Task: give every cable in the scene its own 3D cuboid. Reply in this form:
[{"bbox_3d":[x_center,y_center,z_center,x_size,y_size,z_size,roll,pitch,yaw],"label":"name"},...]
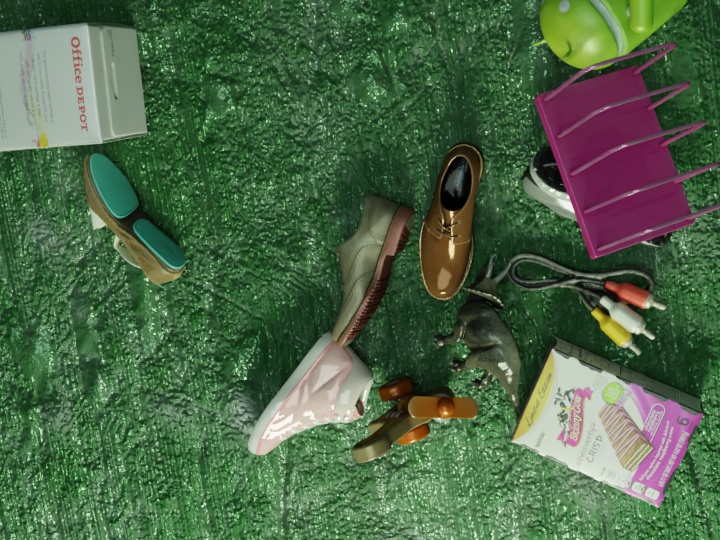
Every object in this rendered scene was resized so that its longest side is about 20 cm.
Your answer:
[{"bbox_3d":[0.279,0.018,1.420,0.199,0.050,0.098,27,108,7],"label":"cable"}]

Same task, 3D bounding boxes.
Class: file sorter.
[{"bbox_3d":[0.312,-0.137,1.304,0.138,0.125,0.201,-18,86,-16],"label":"file sorter"}]

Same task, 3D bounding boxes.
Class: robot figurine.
[{"bbox_3d":[0.288,-0.309,1.308,0.200,0.175,0.116,-39,117,-4],"label":"robot figurine"}]

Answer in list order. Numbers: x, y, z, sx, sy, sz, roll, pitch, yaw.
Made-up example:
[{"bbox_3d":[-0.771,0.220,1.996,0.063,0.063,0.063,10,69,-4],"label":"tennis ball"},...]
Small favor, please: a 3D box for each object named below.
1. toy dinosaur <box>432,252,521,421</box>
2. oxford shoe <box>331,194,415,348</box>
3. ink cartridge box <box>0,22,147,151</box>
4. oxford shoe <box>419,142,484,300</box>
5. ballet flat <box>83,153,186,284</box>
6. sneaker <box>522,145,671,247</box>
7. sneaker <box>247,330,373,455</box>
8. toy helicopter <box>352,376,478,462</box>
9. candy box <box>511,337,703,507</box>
[{"bbox_3d":[0.156,0.091,1.430,0.102,0.077,0.201,-34,68,46],"label":"toy dinosaur"},{"bbox_3d":[0.000,0.000,1.478,0.074,0.070,0.201,25,95,11],"label":"oxford shoe"},{"bbox_3d":[-0.398,-0.233,1.482,0.199,0.146,0.148,-2,99,14],"label":"ink cartridge box"},{"bbox_3d":[0.108,-0.057,1.438,0.071,0.071,0.201,9,104,10],"label":"oxford shoe"},{"bbox_3d":[-0.315,-0.061,1.546,0.200,0.068,0.072,49,126,-3],"label":"ballet flat"},{"bbox_3d":[0.287,-0.085,1.396,0.199,0.079,0.074,26,70,-7],"label":"sneaker"},{"bbox_3d":[-0.060,0.186,1.517,0.105,0.075,0.201,39,102,9],"label":"sneaker"},{"bbox_3d":[0.059,0.189,1.426,0.132,0.200,0.079,-17,96,33],"label":"toy helicopter"},{"bbox_3d":[0.306,0.188,1.441,0.199,0.061,0.137,23,105,9],"label":"candy box"}]
